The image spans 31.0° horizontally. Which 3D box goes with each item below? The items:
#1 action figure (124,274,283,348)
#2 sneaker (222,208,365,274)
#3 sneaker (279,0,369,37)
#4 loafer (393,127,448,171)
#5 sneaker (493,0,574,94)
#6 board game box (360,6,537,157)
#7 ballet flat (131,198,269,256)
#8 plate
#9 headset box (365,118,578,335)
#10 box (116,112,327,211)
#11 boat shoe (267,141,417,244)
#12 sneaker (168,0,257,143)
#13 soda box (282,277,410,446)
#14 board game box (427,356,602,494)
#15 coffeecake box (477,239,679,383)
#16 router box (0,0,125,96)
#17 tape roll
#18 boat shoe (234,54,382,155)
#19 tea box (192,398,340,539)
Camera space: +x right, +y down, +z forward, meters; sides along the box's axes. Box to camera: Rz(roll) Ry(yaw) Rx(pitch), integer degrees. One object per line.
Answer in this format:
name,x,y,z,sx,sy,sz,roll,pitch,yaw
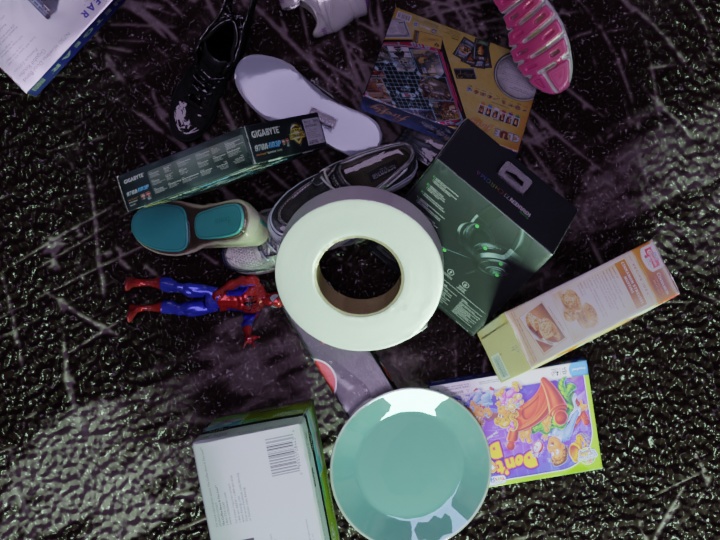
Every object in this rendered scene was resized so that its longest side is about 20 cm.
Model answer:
action figure,-0.190,0.046,1.586,0.196,0.099,0.066,-1,113,-2
sneaker,-0.078,-0.048,1.588,0.197,0.085,0.078,-19,92,2
sneaker,-0.075,-0.378,1.579,0.099,0.075,0.201,-34,91,1
loafer,0.139,-0.130,1.591,0.198,0.073,0.073,32,88,-2
sneaker,0.209,-0.309,1.570,0.073,0.087,0.202,-30,84,29
board game box,0.112,-0.224,1.577,0.197,0.035,0.137,20,66,0
ballet flat,-0.192,-0.052,1.587,0.198,0.069,0.071,2,93,36
plate,0.060,0.237,1.572,0.196,0.026,0.204,-1,100,-4
headset box,0.131,-0.052,1.525,0.173,0.200,0.093,38,48,0
box,-0.159,-0.126,1.512,0.198,0.158,0.047,-17,93,32
boat shoe,-0.023,-0.101,1.525,0.198,0.071,0.073,-31,74,-9
sneaker,-0.180,-0.250,1.571,0.059,0.104,0.202,29,92,-1
soda box,-0.017,0.111,1.604,0.070,0.063,0.202,-32,91,2
board game box,0.191,0.191,1.614,0.196,0.045,0.137,-10,92,1
coffeecake box,0.252,0.051,1.531,0.198,0.154,0.074,-26,83,-11
router box,-0.400,-0.350,1.597,0.179,0.049,0.200,44,92,-1
tape roll,0.000,0.000,1.506,0.199,0.037,0.206,2,120,3
boat shoe,-0.064,-0.199,1.590,0.197,0.068,0.075,23,91,-7
tea box,-0.106,0.274,1.544,0.131,0.197,0.204,-11,93,2
